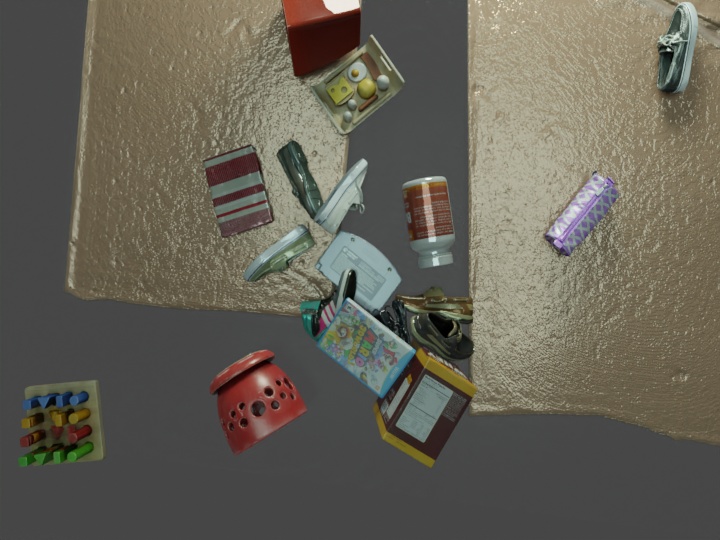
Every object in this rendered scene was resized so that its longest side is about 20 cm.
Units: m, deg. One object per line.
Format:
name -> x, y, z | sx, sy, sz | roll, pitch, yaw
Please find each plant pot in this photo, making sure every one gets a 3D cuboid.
plant pot -> -0.093, -0.603, 1.359 | 0.171, 0.200, 0.206 | -10, 79, -4
plant pot -> -0.251, 0.307, 1.391 | 0.198, 0.200, 0.185 | -33, 81, 4

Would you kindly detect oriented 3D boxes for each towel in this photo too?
towel -> -0.308, -0.199, 1.474 | 0.140, 0.023, 0.206 | -15, 88, 7

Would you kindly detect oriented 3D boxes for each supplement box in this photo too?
supplement box -> 0.141, 0.295, 1.347 | 0.131, 0.197, 0.203 | 31, 93, -8

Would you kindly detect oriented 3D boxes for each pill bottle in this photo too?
pill bottle -> 0.165, -0.112, 1.391 | 0.109, 0.112, 0.206 | -8, 90, 4

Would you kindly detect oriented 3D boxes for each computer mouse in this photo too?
computer mouse -> 0.040, 0.154, 1.411 | 0.196, 0.052, 0.143 | -15, 81, 32

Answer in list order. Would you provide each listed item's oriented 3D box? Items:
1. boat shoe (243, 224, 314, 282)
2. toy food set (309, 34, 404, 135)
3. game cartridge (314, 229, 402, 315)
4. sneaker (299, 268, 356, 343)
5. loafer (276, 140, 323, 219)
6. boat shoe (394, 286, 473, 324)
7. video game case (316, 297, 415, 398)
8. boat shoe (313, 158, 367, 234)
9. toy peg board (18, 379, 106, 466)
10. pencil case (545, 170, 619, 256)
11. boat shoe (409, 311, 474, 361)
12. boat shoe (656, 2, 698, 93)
boat shoe -> -0.200, -0.030, 1.442 | 0.199, 0.072, 0.062 | -39, 85, 1
toy food set -> -0.009, -0.451, 1.427 | 0.198, 0.060, 0.145 | -37, 88, 3
game cartridge -> 0.000, 0.000, 1.445 | 0.199, 0.042, 0.134 | 39, 89, 3
sneaker -> -0.084, 0.082, 1.416 | 0.118, 0.083, 0.206 | 18, 99, 19
loafer -> -0.149, -0.216, 1.445 | 0.062, 0.072, 0.205 | -23, 84, 23
boat shoe -> 0.180, 0.077, 1.417 | 0.194, 0.076, 0.076 | 12, 86, -4
video game case -> 0.011, 0.180, 1.352 | 0.198, 0.018, 0.145 | 37, 109, 6
boat shoe -> -0.025, -0.172, 1.415 | 0.086, 0.074, 0.204 | 40, 67, -17
toy peg board -> -0.767, 0.395, 1.479 | 0.194, 0.098, 0.206 | -6, 90, 4
pencil case -> 0.522, -0.129, 1.377 | 0.083, 0.085, 0.202 | 38, 94, 5
boat shoe -> 0.203, 0.154, 1.371 | 0.197, 0.073, 0.076 | 24, 50, -30
boat shoe -> 0.726, -0.519, 1.362 | 0.066, 0.074, 0.206 | 3, 100, -10
